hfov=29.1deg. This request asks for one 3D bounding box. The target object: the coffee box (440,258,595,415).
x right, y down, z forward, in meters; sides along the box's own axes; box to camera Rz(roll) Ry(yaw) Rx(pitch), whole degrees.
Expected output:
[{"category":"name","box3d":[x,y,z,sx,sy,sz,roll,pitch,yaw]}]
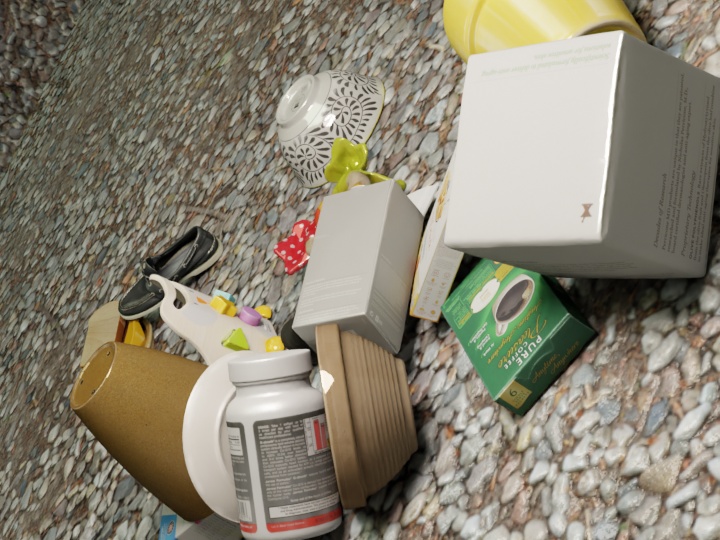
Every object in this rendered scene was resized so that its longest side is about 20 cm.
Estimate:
[{"category":"coffee box","box3d":[0.162,0.052,1.467,0.123,0.044,0.200,-51,28,12]}]

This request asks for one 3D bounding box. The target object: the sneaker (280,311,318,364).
[{"category":"sneaker","box3d":[-0.053,0.070,1.744,0.200,0.091,0.076,-5,58,58]}]

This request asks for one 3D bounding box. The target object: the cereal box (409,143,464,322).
[{"category":"cereal box","box3d":[0.105,-0.061,1.573,0.144,0.039,0.200,-78,5,-54]}]

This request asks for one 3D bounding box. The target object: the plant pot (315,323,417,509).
[{"category":"plant pot","box3d":[0.010,0.152,1.505,0.092,0.201,0.201,-10,37,0]}]

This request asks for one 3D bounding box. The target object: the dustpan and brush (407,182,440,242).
[{"category":"dustpan and brush","box3d":[0.024,-0.027,1.777,0.200,0.057,0.140,-15,37,43]}]

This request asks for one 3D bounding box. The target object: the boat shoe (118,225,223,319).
[{"category":"boat shoe","box3d":[-0.315,-0.001,2.207,0.199,0.066,0.075,-33,44,5]}]

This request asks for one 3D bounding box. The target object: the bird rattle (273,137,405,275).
[{"category":"bird rattle","box3d":[-0.039,-0.073,1.822,0.200,0.113,0.163,-48,12,7]}]

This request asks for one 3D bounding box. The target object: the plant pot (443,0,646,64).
[{"category":"plant pot","box3d":[0.223,-0.272,1.579,0.201,0.201,0.189,-48,45,15]}]

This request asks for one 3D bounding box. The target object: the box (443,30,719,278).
[{"category":"box","box3d":[0.214,-0.102,1.331,0.199,0.171,0.201,0,80,48]}]

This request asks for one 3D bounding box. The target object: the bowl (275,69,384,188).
[{"category":"bowl","box3d":[-0.064,-0.232,2.081,0.201,0.094,0.201,-38,34,31]}]

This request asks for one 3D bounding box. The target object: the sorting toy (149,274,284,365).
[{"category":"sorting toy","box3d":[-0.209,0.073,1.892,0.107,0.180,0.200,-51,28,10]}]

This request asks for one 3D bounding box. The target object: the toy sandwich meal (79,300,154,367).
[{"category":"toy sandwich meal","box3d":[-0.409,0.142,2.257,0.205,0.070,0.206,-39,32,30]}]

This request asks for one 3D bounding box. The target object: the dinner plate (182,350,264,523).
[{"category":"dinner plate","box3d":[-0.124,0.193,1.611,0.024,0.200,0.201,-7,54,44]}]

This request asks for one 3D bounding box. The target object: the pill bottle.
[{"category":"pill bottle","box3d":[-0.088,0.194,1.546,0.116,0.116,0.201,-6,91,56]}]

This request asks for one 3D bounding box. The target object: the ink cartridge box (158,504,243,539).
[{"category":"ink cartridge box","box3d":[-0.163,0.272,1.726,0.200,0.068,0.115,-41,30,29]}]

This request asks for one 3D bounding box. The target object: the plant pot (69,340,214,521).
[{"category":"plant pot","box3d":[-0.243,0.176,1.671,0.186,0.200,0.187,-40,30,29]}]

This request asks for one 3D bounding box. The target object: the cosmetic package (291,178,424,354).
[{"category":"cosmetic package","box3d":[0.000,0.000,1.625,0.107,0.090,0.200,-11,47,32]}]
